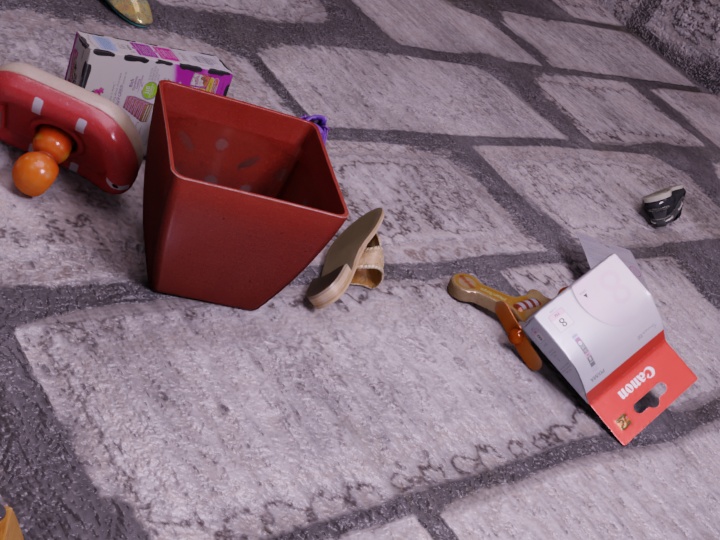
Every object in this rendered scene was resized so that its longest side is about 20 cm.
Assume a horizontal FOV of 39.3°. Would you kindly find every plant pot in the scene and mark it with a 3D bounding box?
[{"bbox_3d":[-0.155,-0.072,1.150,0.200,0.176,0.200,13,35,-25],"label":"plant pot"}]

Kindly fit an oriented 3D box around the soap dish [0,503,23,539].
[{"bbox_3d":[-0.335,0.212,0.673,0.200,0.081,0.157,17,32,-17],"label":"soap dish"}]

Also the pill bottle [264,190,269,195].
[{"bbox_3d":[-0.159,-0.130,1.300,0.200,0.110,0.110,17,32,-18],"label":"pill bottle"}]

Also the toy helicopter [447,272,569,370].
[{"bbox_3d":[0.209,0.060,1.377,0.200,0.079,0.132,24,38,13],"label":"toy helicopter"}]

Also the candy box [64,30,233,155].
[{"bbox_3d":[-0.282,-0.222,1.308,0.200,0.136,0.061,2,33,-38],"label":"candy box"}]

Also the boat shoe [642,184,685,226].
[{"bbox_3d":[0.602,-0.129,1.986,0.200,0.072,0.068,-24,94,-61],"label":"boat shoe"}]

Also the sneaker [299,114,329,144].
[{"bbox_3d":[-0.071,-0.185,1.449,0.081,0.084,0.200,25,7,-10],"label":"sneaker"}]

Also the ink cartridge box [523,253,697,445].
[{"bbox_3d":[0.337,0.099,1.318,0.162,0.057,0.200,-34,74,-24],"label":"ink cartridge box"}]

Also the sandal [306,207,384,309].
[{"bbox_3d":[-0.005,0.002,1.295,0.070,0.078,0.212,55,33,-17],"label":"sandal"}]

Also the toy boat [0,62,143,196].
[{"bbox_3d":[-0.358,-0.142,1.173,0.200,0.131,0.131,23,61,-8],"label":"toy boat"}]

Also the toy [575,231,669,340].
[{"bbox_3d":[0.399,0.032,1.579,0.115,0.047,0.200,18,35,-24],"label":"toy"}]

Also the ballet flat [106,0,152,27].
[{"bbox_3d":[-0.405,-0.481,1.666,0.071,0.071,0.200,-11,49,-47],"label":"ballet flat"}]
